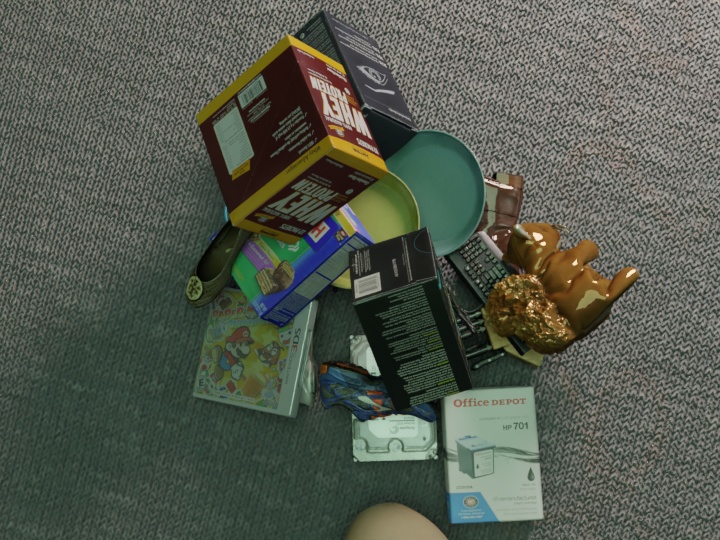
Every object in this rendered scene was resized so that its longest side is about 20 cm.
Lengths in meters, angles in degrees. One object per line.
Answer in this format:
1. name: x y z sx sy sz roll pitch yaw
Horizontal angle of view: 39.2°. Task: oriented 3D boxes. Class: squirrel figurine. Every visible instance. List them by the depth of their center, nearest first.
1. squirrel figurine: 0.273 0.020 1.505 0.199 0.142 0.187 -37 72 -18

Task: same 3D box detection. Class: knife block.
1. knife block: 0.224 0.074 1.607 0.174 0.064 0.202 26 85 6

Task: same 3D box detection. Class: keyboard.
1. keyboard: 0.199 0.045 1.572 0.127 0.021 0.201 -37 78 -3

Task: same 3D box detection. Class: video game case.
1. video game case: -0.168 0.125 1.597 0.198 0.023 0.184 6 81 32

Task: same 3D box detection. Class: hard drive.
1. hard drive: 0.053 0.202 1.614 0.138 0.038 0.203 -1 84 3

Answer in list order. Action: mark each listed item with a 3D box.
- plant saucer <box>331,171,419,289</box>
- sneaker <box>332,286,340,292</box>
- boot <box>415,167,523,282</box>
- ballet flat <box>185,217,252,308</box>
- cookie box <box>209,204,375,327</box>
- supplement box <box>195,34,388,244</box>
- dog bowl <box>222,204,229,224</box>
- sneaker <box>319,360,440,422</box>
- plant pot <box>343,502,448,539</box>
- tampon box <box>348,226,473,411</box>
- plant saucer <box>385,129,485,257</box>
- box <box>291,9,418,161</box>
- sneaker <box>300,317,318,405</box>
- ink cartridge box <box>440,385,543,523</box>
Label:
1. plant saucer: -0.002 -0.065 1.587 0.197 0.031 0.202 -4 73 12
2. sneaker: 0.000 0.000 1.633 0.198 0.074 0.089 14 94 16
3. boot: 0.172 -0.060 1.633 0.184 0.064 0.203 5 88 6
4. ballet flat: -0.207 -0.032 1.525 0.067 0.046 0.201 42 98 30
5. cookie box: -0.106 -0.046 1.549 0.200 0.075 0.172 -41 63 10
6. supplement box: -0.101 -0.182 1.447 0.197 0.132 0.202 -35 62 25
7. dog bowl: -0.133 -0.105 1.655 0.198 0.050 0.113 -15 82 0
8. sneaker: 0.027 0.201 1.570 0.198 0.075 0.079 16 98 10
9. plant pot: 0.046 0.433 1.527 0.198 0.201 0.135 -22 46 0
10. tampon box: 0.073 0.071 1.477 0.125 0.150 0.202 -17 119 7
11. plant saucer: 0.110 -0.120 1.599 0.198 0.036 0.203 2 94 27
12. box: -0.019 -0.281 1.583 0.104 0.147 0.202 -36 60 26
13. sneaker: -0.118 0.114 1.616 0.098 0.078 0.203 -1 82 6
14. ink cartridge box: 0.202 0.284 1.573 0.145 0.086 0.203 -4 84 2
